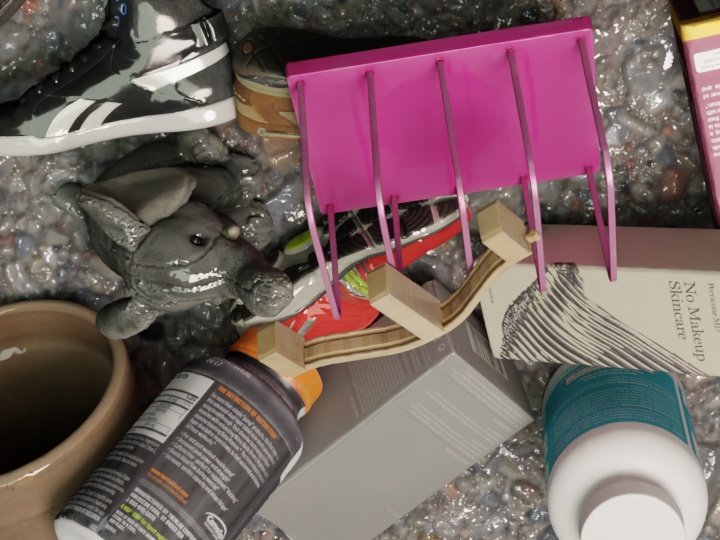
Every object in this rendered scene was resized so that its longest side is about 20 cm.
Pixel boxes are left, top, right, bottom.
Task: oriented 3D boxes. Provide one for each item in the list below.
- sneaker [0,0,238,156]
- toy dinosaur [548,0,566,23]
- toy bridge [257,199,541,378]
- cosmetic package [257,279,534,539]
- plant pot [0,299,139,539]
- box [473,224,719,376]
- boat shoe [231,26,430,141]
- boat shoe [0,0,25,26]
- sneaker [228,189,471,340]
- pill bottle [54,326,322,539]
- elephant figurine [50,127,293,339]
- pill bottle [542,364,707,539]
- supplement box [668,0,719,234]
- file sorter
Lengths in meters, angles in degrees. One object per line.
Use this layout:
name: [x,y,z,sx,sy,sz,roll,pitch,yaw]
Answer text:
sneaker: [-0.187,-0.149,1.207,0.198,0.073,0.113,-9,108,-1]
toy dinosaur: [0.117,-0.254,1.133,0.135,0.086,0.200,40,104,-4]
toy bridge: [0.030,0.020,1.092,0.199,0.027,0.067,-28,139,27]
cosmetic package: [0.015,0.115,1.268,0.199,0.091,0.107,-35,129,18]
plant pot: [-0.244,0.151,1.276,0.198,0.201,0.176,-9,127,8]
box: [0.181,0.018,1.191,0.199,0.068,0.083,2,116,39]
boat shoe: [0.007,-0.117,1.201,0.198,0.076,0.074,8,129,-6]
boat shoe: [-0.310,-0.173,1.208,0.199,0.057,0.067,-26,108,14]
sneaker: [0.000,0.000,1.257,0.199,0.077,0.085,-30,127,16]
pill bottle: [-0.110,0.133,1.193,0.106,0.106,0.200,47,64,-14]
elephant figurine: [-0.132,-0.018,1.179,0.155,0.200,0.142,-40,104,18]
pill bottle: [0.184,0.138,1.216,0.109,0.200,0.112,2,112,4]
supplement box: [0.284,-0.094,1.177,0.109,0.086,0.202,-12,110,9]
file sorter: [0.063,-0.057,1.122,0.198,0.126,0.140,-8,142,4]
